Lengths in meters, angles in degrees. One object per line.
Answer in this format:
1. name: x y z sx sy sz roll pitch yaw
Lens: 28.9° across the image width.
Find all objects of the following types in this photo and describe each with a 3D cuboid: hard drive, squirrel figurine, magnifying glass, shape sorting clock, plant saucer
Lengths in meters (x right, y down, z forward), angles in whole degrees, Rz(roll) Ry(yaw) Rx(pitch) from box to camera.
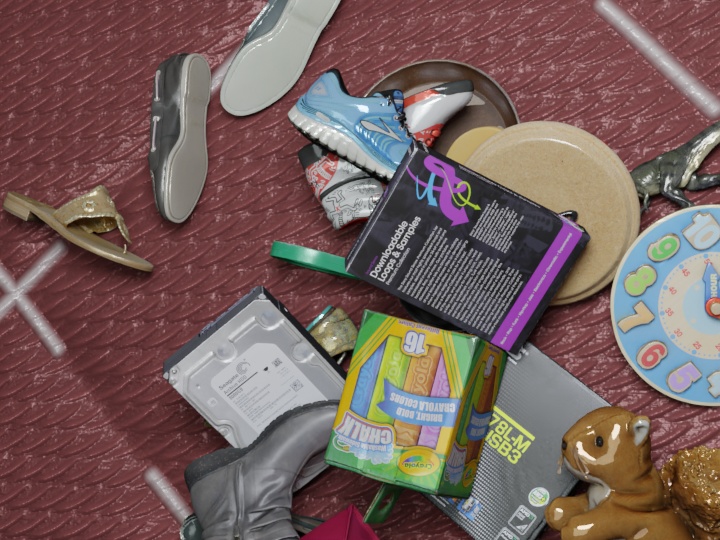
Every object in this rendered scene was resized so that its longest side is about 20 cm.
1. hard drive: -0.090 0.128 1.456 0.140 0.038 0.200 -38 110 8
2. squirrel figurine: 0.276 0.220 1.333 0.199 0.142 0.187 -6 88 -1
3. magnifying glass: 0.000 0.000 1.496 0.199 0.080 0.022 15 86 9
4. shape sorting clock: 0.346 0.035 1.371 0.199 0.039 0.201 1 95 6
5. plant saucer: 0.079 -0.127 1.505 0.200 0.034 0.201 -3 80 17

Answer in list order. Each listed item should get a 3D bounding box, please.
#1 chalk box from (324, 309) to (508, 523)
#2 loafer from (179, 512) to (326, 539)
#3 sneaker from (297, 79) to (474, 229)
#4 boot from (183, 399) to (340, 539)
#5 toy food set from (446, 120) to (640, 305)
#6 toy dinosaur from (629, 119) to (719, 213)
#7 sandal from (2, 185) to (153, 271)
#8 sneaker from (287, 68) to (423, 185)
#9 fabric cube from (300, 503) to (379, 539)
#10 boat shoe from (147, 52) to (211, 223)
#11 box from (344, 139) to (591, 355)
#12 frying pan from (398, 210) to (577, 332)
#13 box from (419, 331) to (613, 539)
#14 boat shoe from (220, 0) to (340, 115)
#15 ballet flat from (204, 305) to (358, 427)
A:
1. chalk box: 0.051 0.155 1.374 0.124 0.125 0.201 13 85 21
2. loafer: -0.105 0.282 1.482 0.199 0.063 0.072 3 82 18
3. sneaker: 0.043 -0.116 1.467 0.201 0.067 0.108 -24 86 7
4. boot: -0.077 0.223 1.398 0.200 0.070 0.132 -30 48 10
5. toy food set: 0.185 -0.055 1.420 0.199 0.049 0.199 -6 106 18
6. toy dinosaur: 0.329 -0.092 1.416 0.200 0.047 0.088 -34 66 6
7. sandal: -0.318 -0.069 1.599 0.211 0.078 0.070 23 95 24
8. sneaker: 0.028 -0.137 1.398 0.200 0.078 0.090 31 90 7
9. fabric cube: -0.037 0.386 1.347 0.199 0.196 0.200 -34 98 9
10. boat shoe: -0.212 -0.150 1.590 0.057 0.067 0.201 -2 76 33
11. box: 0.103 -0.021 1.365 0.200 0.036 0.143 26 108 -15
12. frying pan: 0.115 -0.023 1.408 0.115 0.031 0.190 39 103 -5
13. box: 0.140 0.167 1.433 0.200 0.048 0.193 39 95 19
14. boat shoe: -0.092 -0.263 1.579 0.200 0.073 0.062 -53 27 11
15. ballet flat: -0.081 0.121 1.503 0.200 0.071 0.071 -41 72 8
